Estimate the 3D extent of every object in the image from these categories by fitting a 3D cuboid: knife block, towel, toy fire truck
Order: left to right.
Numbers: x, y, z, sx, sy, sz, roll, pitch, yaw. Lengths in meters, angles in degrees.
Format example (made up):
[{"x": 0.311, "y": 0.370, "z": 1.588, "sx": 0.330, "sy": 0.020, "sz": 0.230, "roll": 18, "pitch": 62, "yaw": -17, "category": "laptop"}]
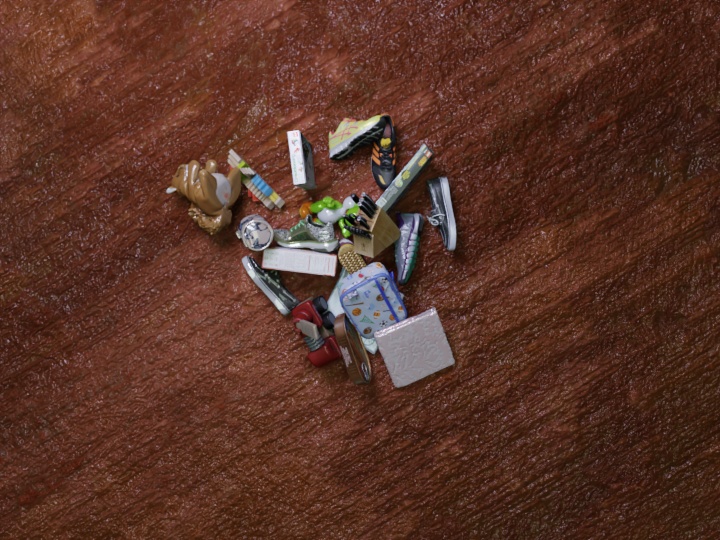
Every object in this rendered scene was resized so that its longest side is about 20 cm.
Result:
[{"x": -0.116, "y": 0.174, "z": 1.417, "sx": 0.127, "sy": 0.200, "sz": 0.179, "roll": -27, "pitch": 97, "yaw": 20, "category": "toy fire truck"}, {"x": 0.032, "y": -0.135, "z": 1.368, "sx": 0.063, "sy": 0.199, "sz": 0.179, "roll": 17, "pitch": 124, "yaw": 29, "category": "knife block"}, {"x": 0.151, "y": 0.215, "z": 1.483, "sx": 0.187, "sy": 0.032, "sz": 0.203, "roll": -23, "pitch": 119, "yaw": 0, "category": "towel"}]

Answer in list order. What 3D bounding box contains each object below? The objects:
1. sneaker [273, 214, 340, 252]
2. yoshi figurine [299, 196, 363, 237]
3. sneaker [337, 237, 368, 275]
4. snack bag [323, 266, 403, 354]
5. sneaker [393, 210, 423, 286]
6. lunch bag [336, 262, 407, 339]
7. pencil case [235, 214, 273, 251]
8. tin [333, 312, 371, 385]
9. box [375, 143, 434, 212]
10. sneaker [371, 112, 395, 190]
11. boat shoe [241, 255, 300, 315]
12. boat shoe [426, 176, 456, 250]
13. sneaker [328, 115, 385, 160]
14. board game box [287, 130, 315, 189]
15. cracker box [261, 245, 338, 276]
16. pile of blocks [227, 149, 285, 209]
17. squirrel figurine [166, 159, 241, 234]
[{"x": -0.147, "y": -0.109, "z": 1.428, "sx": 0.195, "sy": 0.077, "sz": 0.091, "roll": 7, "pitch": 113, "yaw": 16, "category": "sneaker"}, {"x": -0.060, "y": -0.145, "z": 1.440, "sx": 0.195, "sy": 0.112, "sz": 0.115, "roll": -10, "pitch": 83, "yaw": 13, "category": "yoshi figurine"}, {"x": 0.000, "y": 0.000, "z": 1.473, "sx": 0.074, "sy": 0.091, "sz": 0.203, "roll": -24, "pitch": 116, "yaw": 6, "category": "sneaker"}, {"x": -0.002, "y": 0.109, "z": 1.518, "sx": 0.197, "sy": 0.021, "sz": 0.192, "roll": 27, "pitch": 93, "yaw": 1, "category": "snack bag"}, {"x": 0.115, "y": -0.063, "z": 1.492, "sx": 0.086, "sy": 0.074, "sz": 0.205, "roll": 13, "pitch": 88, "yaw": 18, "category": "sneaker"}, {"x": 0.034, "y": 0.079, "z": 1.424, "sx": 0.158, "sy": 0.076, "sz": 0.202, "roll": -26, "pitch": 128, "yaw": 5, "category": "lunch bag"}, {"x": -0.280, "y": -0.100, "z": 1.413, "sx": 0.089, "sy": 0.200, "sz": 0.078, "roll": -39, "pitch": 107, "yaw": -6, "category": "pencil case"}, {"x": -0.021, "y": 0.213, "z": 1.458, "sx": 0.041, "sy": 0.112, "sz": 0.204, "roll": -17, "pitch": 96, "yaw": 20, "category": "tin"}, {"x": 0.116, "y": -0.236, "z": 1.434, "sx": 0.040, "sy": 0.137, "sz": 0.201, "roll": 40, "pitch": 94, "yaw": 1, "category": "box"}, {"x": 0.063, "y": -0.323, "z": 1.451, "sx": 0.068, "sy": 0.090, "sz": 0.206, "roll": -1, "pitch": 94, "yaw": 0, "category": "sneaker"}, {"x": -0.248, "y": 0.030, "z": 1.492, "sx": 0.063, "sy": 0.071, "sz": 0.201, "roll": -39, "pitch": 101, "yaw": 3, "category": "boat shoe"}, {"x": 0.218, "y": -0.153, "z": 1.471, "sx": 0.066, "sy": 0.074, "sz": 0.205, "roll": -9, "pitch": 94, "yaw": -4, "category": "boat shoe"}, {"x": -0.019, "y": -0.372, "z": 1.424, "sx": 0.197, "sy": 0.077, "sz": 0.092, "roll": -20, "pitch": 78, "yaw": 37, "category": "sneaker"}, {"x": -0.151, "y": -0.283, "z": 1.400, "sx": 0.034, "sy": 0.200, "sz": 0.130, "roll": -7, "pitch": 94, "yaw": 3, "category": "board game box"}, {"x": -0.159, "y": -0.029, "z": 1.452, "sx": 0.195, "sy": 0.134, "sz": 0.059, "roll": 7, "pitch": 95, "yaw": -1, "category": "cracker box"}, {"x": -0.298, "y": -0.235, "z": 1.463, "sx": 0.200, "sy": 0.082, "sz": 0.062, "roll": 44, "pitch": 93, "yaw": -3, "category": "pile of blocks"}, {"x": -0.426, "y": -0.194, "z": 1.427, "sx": 0.183, "sy": 0.141, "sz": 0.205, "roll": 11, "pitch": 115, "yaw": 27, "category": "squirrel figurine"}]
